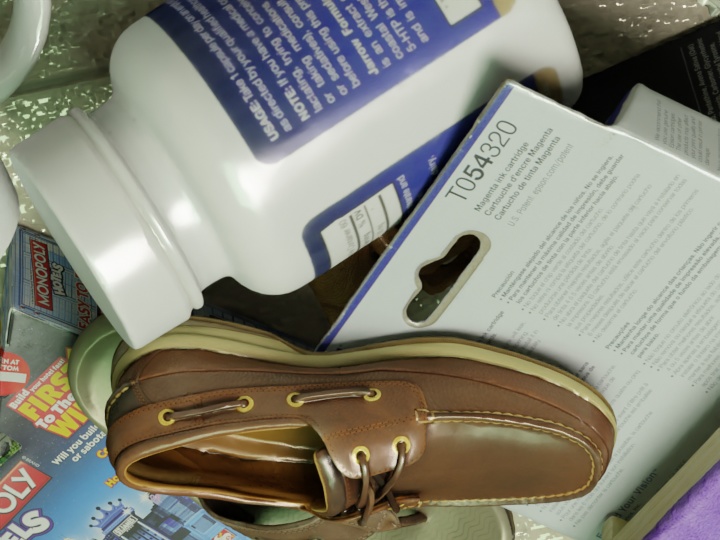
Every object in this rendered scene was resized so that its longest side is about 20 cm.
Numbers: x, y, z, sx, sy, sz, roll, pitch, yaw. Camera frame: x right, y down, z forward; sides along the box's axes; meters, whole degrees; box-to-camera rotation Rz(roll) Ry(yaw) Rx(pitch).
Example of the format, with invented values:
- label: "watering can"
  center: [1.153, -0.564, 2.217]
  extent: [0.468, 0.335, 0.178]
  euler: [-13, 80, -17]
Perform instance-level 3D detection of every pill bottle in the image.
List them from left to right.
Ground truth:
- label: "pill bottle"
  center: [-0.027, -0.062, 1.127]
  extent: [0.199, 0.120, 0.120]
  euler: [-33, 127, -8]

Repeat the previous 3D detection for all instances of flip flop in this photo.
- label: "flip flop"
  center: [-0.031, 0.081, 1.213]
  extent: [0.199, 0.058, 0.081]
  euler: [32, 104, -7]

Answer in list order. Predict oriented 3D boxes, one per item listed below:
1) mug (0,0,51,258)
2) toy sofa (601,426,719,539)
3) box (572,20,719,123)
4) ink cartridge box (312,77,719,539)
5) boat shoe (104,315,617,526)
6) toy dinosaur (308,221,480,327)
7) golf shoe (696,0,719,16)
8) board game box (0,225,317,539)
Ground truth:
- label: "mug"
  center: [-0.209, -0.080, 1.127]
  extent: [0.199, 0.148, 0.176]
  euler: [-32, 122, -13]
- label: "toy sofa"
  center: [0.173, 0.092, 1.123]
  extent: [0.083, 0.098, 0.200]
  euler: [25, 130, -16]
- label: "box"
  center: [0.189, -0.027, 1.225]
  extent: [0.199, 0.105, 0.148]
  euler: [-22, 127, 11]
- label: "ink cartridge box"
  center: [0.098, 0.020, 1.160]
  extent: [0.199, 0.043, 0.197]
  euler: [25, 129, -14]
- label: "boat shoe"
  center: [-0.001, 0.069, 1.142]
  extent: [0.199, 0.068, 0.072]
  euler: [6, 133, 1]
- label: "toy dinosaur"
  center: [0.000, 0.000, 1.251]
  extent: [0.106, 0.060, 0.201]
  euler: [-11, 104, 4]
- label: "golf shoe"
  center: [0.127, -0.154, 1.105]
  extent: [0.097, 0.078, 0.200]
  euler: [-51, 160, 15]
- label: "board game box"
  center: [-0.109, 0.080, 1.301]
  extent: [0.200, 0.062, 0.200]
  euler: [36, 116, -28]
